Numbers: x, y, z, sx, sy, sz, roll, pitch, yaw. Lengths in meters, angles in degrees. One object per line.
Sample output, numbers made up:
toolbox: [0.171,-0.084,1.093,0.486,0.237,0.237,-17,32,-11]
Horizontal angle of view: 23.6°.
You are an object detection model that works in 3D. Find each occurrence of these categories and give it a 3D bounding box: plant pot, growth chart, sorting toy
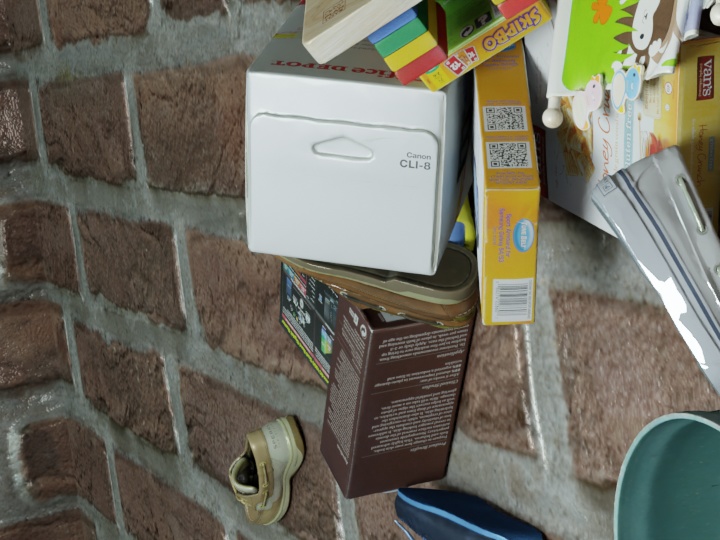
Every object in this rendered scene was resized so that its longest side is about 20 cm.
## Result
plant pot: [0.245,0.162,0.928,0.200,0.134,0.201,169,90,-68]
growth chart: [0.170,-0.170,1.052,0.200,0.018,0.145,-26,57,60]
sorting toy: [0.065,-0.216,1.125,0.070,0.200,0.199,50,-159,-26]

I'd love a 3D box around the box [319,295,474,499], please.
box: [0.030,0.098,1.497,0.075,0.100,0.201,-124,32,-46]

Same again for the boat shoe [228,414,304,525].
boat shoe: [-0.116,0.232,1.971,0.200,0.066,0.074,107,146,-50]

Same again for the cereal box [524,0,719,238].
cereal box: [0.168,-0.099,1.135,0.200,0.039,0.144,-144,49,-61]

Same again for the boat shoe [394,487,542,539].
boat shoe: [0.079,0.231,1.448,0.200,0.084,0.069,-159,73,-68]

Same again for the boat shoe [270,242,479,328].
boat shoe: [0.000,0.000,1.400,0.199,0.072,0.068,22,145,19]

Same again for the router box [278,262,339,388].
router box: [-0.014,0.029,1.624,0.200,0.062,0.150,-130,37,-52]

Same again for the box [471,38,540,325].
box: [0.098,-0.073,1.193,0.200,0.041,0.119,-87,-4,-48]

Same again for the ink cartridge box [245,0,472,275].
ink cartridge box: [0.007,-0.108,1.279,0.200,0.145,0.145,-63,-23,-61]

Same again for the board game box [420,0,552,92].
board game box: [0.071,-0.207,1.209,0.030,0.095,0.200,47,-160,-35]

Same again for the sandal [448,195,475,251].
sandal: [0.031,-0.036,1.451,0.200,0.087,0.080,161,100,-67]

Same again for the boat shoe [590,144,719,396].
boat shoe: [0.216,0.018,1.021,0.200,0.067,0.074,57,-173,-3]
